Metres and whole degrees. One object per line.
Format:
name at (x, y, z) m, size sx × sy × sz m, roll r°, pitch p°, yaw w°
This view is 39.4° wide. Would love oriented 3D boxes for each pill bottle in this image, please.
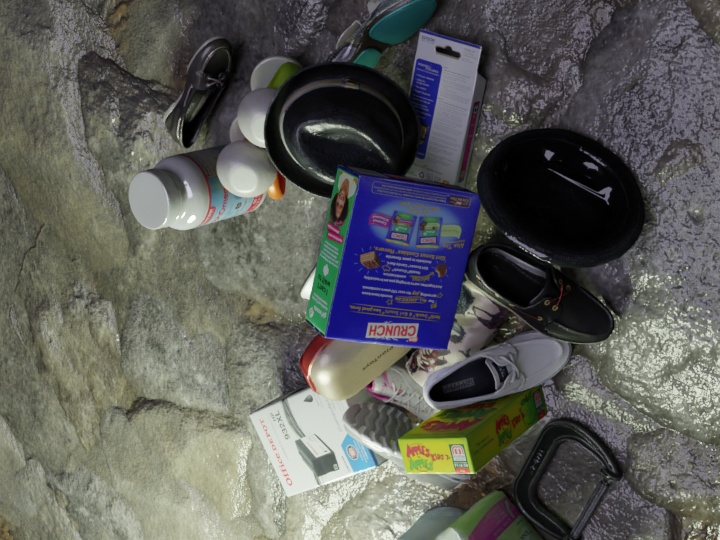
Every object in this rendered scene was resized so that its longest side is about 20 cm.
pill bottle at (-0.236, -0.120, 1.469) m, size 0.109 × 0.200 × 0.109 m, roll 12°, pitch 111°, yaw 34°

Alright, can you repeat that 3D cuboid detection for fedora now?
fedora at (0.231, -0.071, 1.194) m, size 0.201 × 0.201 × 0.092 m, roll 42°, pitch 158°, yaw 19°
fedora at (-0.020, -0.160, 1.254) m, size 0.200 × 0.092 × 0.201 m, roll -2°, pitch 116°, yaw -4°

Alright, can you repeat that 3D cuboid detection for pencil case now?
pencil case at (0.132, 0.078, 1.337) m, size 0.089 × 0.078 × 0.200 m, roll 44°, pitch 125°, yaw 24°

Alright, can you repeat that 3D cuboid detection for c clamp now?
c clamp at (0.285, 0.300, 1.329) m, size 0.171 × 0.027 × 0.200 m, roll 32°, pitch 122°, yaw 31°

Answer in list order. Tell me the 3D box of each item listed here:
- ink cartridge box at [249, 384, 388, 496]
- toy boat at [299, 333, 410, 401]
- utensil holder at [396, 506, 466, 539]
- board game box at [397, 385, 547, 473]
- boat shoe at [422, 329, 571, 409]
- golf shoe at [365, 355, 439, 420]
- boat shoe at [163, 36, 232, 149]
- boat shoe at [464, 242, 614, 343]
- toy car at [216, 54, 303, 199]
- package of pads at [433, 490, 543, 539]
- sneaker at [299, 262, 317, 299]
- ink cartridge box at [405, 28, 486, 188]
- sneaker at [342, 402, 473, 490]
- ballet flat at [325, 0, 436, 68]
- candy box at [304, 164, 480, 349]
ink cartridge box at (-0.053, 0.241, 1.518) m, size 0.200 × 0.084 × 0.145 m, roll -27°, pitch 88°, yaw 39°
toy boat at (-0.010, 0.070, 1.353) m, size 0.131 × 0.200 × 0.131 m, roll 45°, pitch 164°, yaw 29°
utensil holder at (0.089, 0.450, 1.404) m, size 0.170 × 0.200 × 0.170 m, roll 12°, pitch 110°, yaw 34°
board game box at (0.147, 0.199, 1.284) m, size 0.101 × 0.200 × 0.048 m, roll -8°, pitch 99°, yaw 37°
boat shoe at (0.175, 0.131, 1.273) m, size 0.200 × 0.065 × 0.074 m, roll -25°, pitch 87°, yaw 4°
golf shoe at (0.063, 0.170, 1.408) m, size 0.200 × 0.091 × 0.075 m, roll 31°, pitch 119°, yaw 24°
boat shoe at (-0.235, -0.263, 1.508) m, size 0.057 × 0.067 × 0.200 m, roll 59°, pitch 135°, yaw 20°
boat shoe at (0.221, 0.031, 1.226) m, size 0.201 × 0.063 × 0.074 m, roll 28°, pitch 81°, yaw 0°
toy car at (-0.104, -0.188, 1.397) m, size 0.150 × 0.175 × 0.200 m, roll 22°, pitch 122°, yaw -10°
package of pads at (0.201, 0.404, 1.337) m, size 0.200 × 0.154 × 0.068 m, roll 50°, pitch 119°, yaw 14°
sneaker at (0.000, 0.000, 1.425) m, size 0.115 × 0.076 × 0.201 m, roll 40°, pitch 132°, yaw 10°
ink cartridge box at (0.105, -0.203, 1.299) m, size 0.095 × 0.037 × 0.200 m, roll 24°, pitch 119°, yaw 30°
sneaker at (0.059, 0.258, 1.412) m, size 0.200 × 0.075 × 0.082 m, roll 29°, pitch 131°, yaw -3°
ballet flat at (0.017, -0.313, 1.313) m, size 0.200 × 0.072 × 0.072 m, roll -41°, pitch 79°, yaw 36°
candy box at (0.040, -0.013, 1.221) m, size 0.077 × 0.169 × 0.200 m, roll -147°, pitch 67°, yaw -64°
